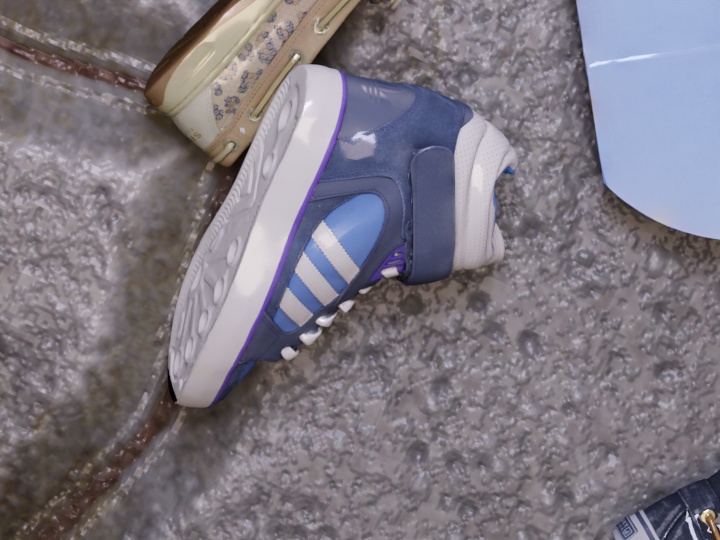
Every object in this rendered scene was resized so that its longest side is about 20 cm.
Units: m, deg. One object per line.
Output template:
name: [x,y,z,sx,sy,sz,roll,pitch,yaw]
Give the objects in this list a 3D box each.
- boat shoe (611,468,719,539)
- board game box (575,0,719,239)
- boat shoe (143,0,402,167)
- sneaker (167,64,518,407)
boat shoe: [0.221,0.197,1.075,0.091,0.071,0.201,-32,96,5]
board game box: [0.192,-0.116,1.052,0.157,0.039,0.201,-9,93,2]
boat shoe: [-0.019,-0.138,1.020,0.200,0.073,0.063,-41,105,13]
sneaker: [0.000,0.000,1.031,0.146,0.081,0.201,17,114,-22]
